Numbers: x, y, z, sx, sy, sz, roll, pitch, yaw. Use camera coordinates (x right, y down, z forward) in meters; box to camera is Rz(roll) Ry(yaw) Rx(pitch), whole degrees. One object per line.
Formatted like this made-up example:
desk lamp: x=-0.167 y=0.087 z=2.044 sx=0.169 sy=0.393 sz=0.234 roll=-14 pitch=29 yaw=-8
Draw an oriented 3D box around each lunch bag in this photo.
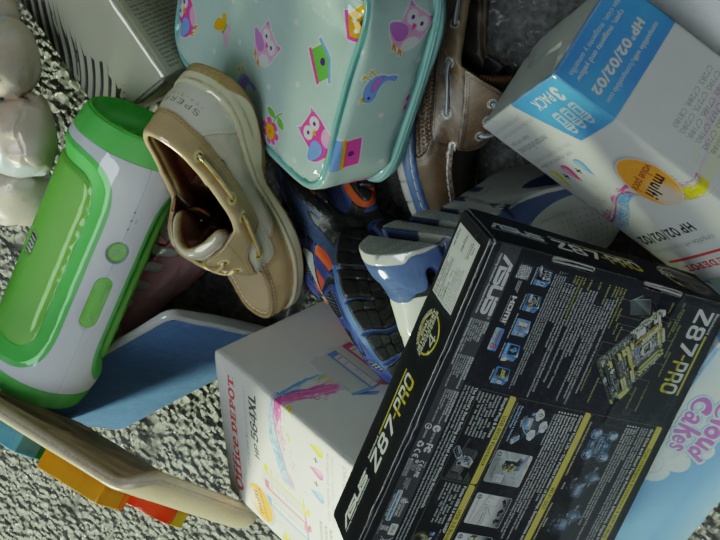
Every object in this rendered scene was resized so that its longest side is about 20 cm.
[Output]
lunch bag: x=-0.038 y=-0.152 z=0.794 sx=0.200 sy=0.077 sz=0.161 roll=48 pitch=137 yaw=37

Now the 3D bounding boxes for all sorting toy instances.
sorting toy: x=-0.189 y=0.132 z=0.891 sx=0.199 sy=0.185 sz=0.037 roll=20 pitch=79 yaw=24

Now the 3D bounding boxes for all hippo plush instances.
hippo plush: x=-0.308 y=-0.114 z=0.861 sx=0.200 sy=0.160 sz=0.160 roll=50 pitch=144 yaw=40

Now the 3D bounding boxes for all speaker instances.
speaker: x=-0.184 y=-0.011 z=0.855 sx=0.088 sy=0.088 sz=0.201 roll=30 pitch=107 yaw=10

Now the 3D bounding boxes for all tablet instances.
tablet: x=-0.167 y=0.078 z=0.970 sx=0.199 sy=0.130 sz=0.014 roll=-29 pitch=63 yaw=31

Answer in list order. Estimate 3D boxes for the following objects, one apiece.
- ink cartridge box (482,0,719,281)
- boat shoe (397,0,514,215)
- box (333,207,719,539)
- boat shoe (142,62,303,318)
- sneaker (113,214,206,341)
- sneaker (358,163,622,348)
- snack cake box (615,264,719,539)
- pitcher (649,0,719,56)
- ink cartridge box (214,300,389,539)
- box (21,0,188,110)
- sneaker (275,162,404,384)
ink cartridge box: x=0.178 y=-0.058 z=0.699 sx=0.199 sy=0.115 sz=0.068 roll=35 pitch=77 yaw=-6
boat shoe: x=0.061 y=-0.110 z=0.809 sx=0.072 sy=0.072 sz=0.202 roll=-2 pitch=110 yaw=24
box: x=0.094 y=0.080 z=0.712 sx=0.160 sy=0.049 sz=0.201 roll=14 pitch=109 yaw=-22
boat shoe: x=-0.092 y=-0.035 z=0.813 sx=0.073 sy=0.069 sz=0.201 roll=22 pitch=146 yaw=34
sneaker: x=-0.169 y=-0.002 z=0.941 sx=0.075 sy=0.105 sz=0.200 roll=45 pitch=121 yaw=5
sneaker: x=0.092 y=0.008 z=0.781 sx=0.080 sy=0.198 sz=0.116 roll=18 pitch=125 yaw=55
snack cake box: x=0.188 y=0.096 z=0.804 sx=0.067 sy=0.115 sz=0.201 roll=23 pitch=120 yaw=-10
pitcher: x=0.225 y=-0.126 z=0.713 sx=0.199 sy=0.121 sz=0.172 roll=24 pitch=140 yaw=25
ink cartridge box: x=-0.004 y=0.114 z=0.860 sx=0.200 sy=0.125 sz=0.130 roll=32 pitch=135 yaw=43
box: x=-0.190 y=-0.208 z=0.878 sx=0.068 sy=0.082 sz=0.201 roll=-32 pitch=94 yaw=33
sneaker: x=0.000 y=0.000 z=0.854 sx=0.079 sy=0.075 sz=0.201 roll=101 pitch=151 yaw=-48
